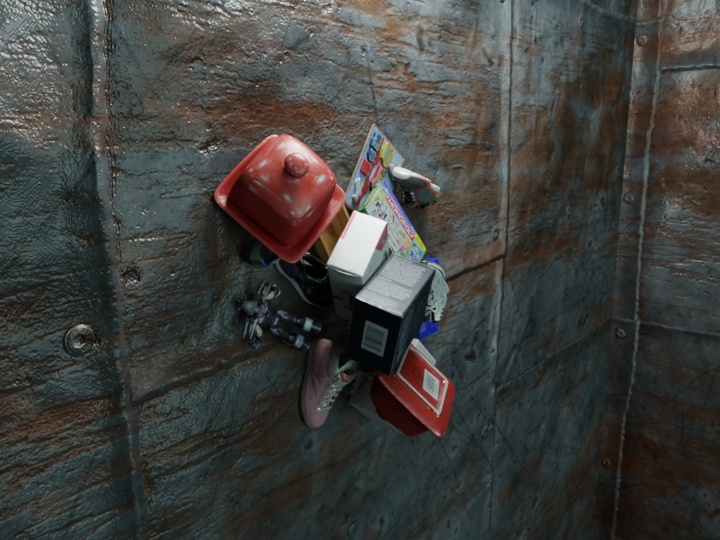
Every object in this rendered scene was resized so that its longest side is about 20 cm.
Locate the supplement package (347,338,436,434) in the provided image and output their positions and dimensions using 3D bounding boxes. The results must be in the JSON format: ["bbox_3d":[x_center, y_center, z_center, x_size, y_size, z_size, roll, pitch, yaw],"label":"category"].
[{"bbox_3d":[0.081,0.273,1.465,0.121,0.118,0.202,48,62,-44],"label":"supplement package"}]

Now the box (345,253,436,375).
[{"bbox_3d":[0.063,0.084,1.219,0.200,0.105,0.151,-46,152,-53],"label":"box"}]

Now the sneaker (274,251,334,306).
[{"bbox_3d":[-0.091,0.022,1.231,0.200,0.086,0.077,43,65,-46],"label":"sneaker"}]

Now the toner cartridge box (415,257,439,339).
[{"bbox_3d":[0.168,0.073,1.589,0.094,0.043,0.205,-13,107,-47],"label":"toner cartridge box"}]

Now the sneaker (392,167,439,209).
[{"bbox_3d":[0.133,-0.192,1.465,0.199,0.076,0.083,16,102,-56],"label":"sneaker"}]

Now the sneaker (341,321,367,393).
[{"bbox_3d":[-0.002,0.186,1.401,0.082,0.074,0.204,21,86,-66],"label":"sneaker"}]

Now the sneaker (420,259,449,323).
[{"bbox_3d":[0.175,0.062,1.470,0.201,0.074,0.118,51,42,-53],"label":"sneaker"}]

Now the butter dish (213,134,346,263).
[{"bbox_3d":[-0.127,-0.156,1.056,0.198,0.148,0.201,39,62,-2],"label":"butter dish"}]

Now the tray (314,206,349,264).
[{"bbox_3d":[-0.070,-0.103,1.272,0.099,0.037,0.202,-49,133,-32],"label":"tray"}]

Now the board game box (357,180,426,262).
[{"bbox_3d":[0.075,-0.088,1.358,0.202,0.029,0.135,56,38,-19],"label":"board game box"}]

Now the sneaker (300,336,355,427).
[{"bbox_3d":[-0.068,0.253,1.294,0.075,0.103,0.205,0,98,-53],"label":"sneaker"}]

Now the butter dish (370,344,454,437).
[{"bbox_3d":[0.092,0.274,1.304,0.199,0.148,0.200,43,27,-3],"label":"butter dish"}]

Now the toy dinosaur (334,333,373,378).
[{"bbox_3d":[-0.008,0.177,1.262,0.199,0.047,0.090,15,68,-66],"label":"toy dinosaur"}]

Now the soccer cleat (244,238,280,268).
[{"bbox_3d":[-0.132,-0.067,1.145,0.199,0.083,0.066,-38,125,-25],"label":"soccer cleat"}]

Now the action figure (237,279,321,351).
[{"bbox_3d":[-0.170,0.100,1.172,0.199,0.069,0.132,35,78,-44],"label":"action figure"}]

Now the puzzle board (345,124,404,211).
[{"bbox_3d":[0.037,-0.213,1.394,0.150,0.017,0.203,36,70,-48],"label":"puzzle board"}]

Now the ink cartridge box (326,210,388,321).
[{"bbox_3d":[0.000,0.000,1.258,0.201,0.083,0.147,86,26,-58],"label":"ink cartridge box"}]
